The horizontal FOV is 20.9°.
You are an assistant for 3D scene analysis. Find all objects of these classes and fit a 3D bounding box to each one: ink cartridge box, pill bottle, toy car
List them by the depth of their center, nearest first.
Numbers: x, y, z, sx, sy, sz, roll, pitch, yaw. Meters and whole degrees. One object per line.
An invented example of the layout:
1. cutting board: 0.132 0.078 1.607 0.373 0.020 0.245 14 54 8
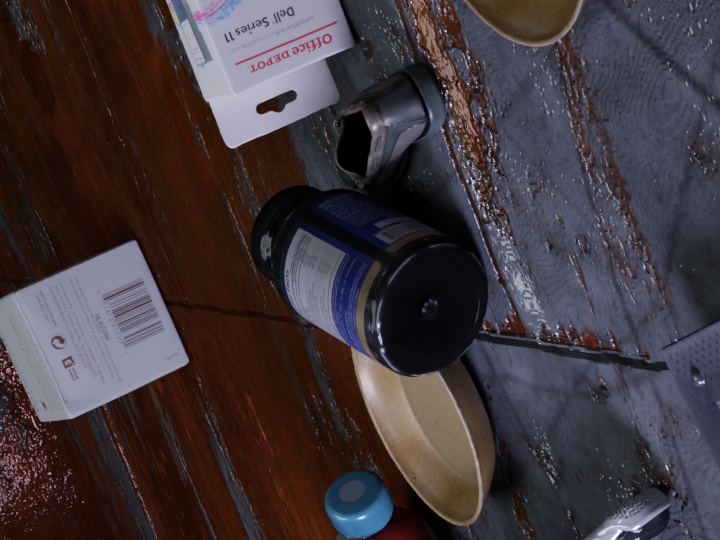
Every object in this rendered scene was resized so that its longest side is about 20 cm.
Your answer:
1. ink cartridge box: -0.082 -0.207 1.511 0.067 0.117 0.201 2 116 64
2. pill bottle: 0.000 0.000 1.535 0.200 0.112 0.112 29 140 50
3. toy car: 0.061 0.305 1.764 0.199 0.177 0.185 8 141 32

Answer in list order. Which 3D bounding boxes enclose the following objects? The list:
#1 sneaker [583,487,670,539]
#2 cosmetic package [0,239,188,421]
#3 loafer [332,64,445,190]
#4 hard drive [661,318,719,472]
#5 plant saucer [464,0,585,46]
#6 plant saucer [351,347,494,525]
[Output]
1. sneaker: 0.200 0.249 1.400 0.114 0.075 0.200 42 133 22
2. cosmetic package: -0.334 0.077 2.382 0.168 0.166 0.200 65 161 -3
3. loafer: 0.004 -0.105 1.497 0.072 0.063 0.200 63 159 6
4. hard drive: 0.262 0.116 1.153 0.201 0.042 0.135 63 160 6
5. plant saucer: 0.089 -0.236 1.178 0.200 0.035 0.201 50 155 33
6. plant saucer: 0.059 0.116 1.634 0.200 0.035 0.201 50 155 35
